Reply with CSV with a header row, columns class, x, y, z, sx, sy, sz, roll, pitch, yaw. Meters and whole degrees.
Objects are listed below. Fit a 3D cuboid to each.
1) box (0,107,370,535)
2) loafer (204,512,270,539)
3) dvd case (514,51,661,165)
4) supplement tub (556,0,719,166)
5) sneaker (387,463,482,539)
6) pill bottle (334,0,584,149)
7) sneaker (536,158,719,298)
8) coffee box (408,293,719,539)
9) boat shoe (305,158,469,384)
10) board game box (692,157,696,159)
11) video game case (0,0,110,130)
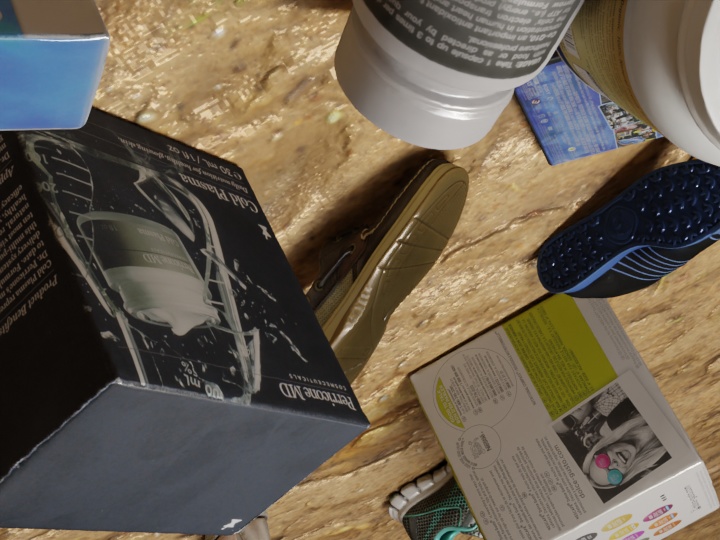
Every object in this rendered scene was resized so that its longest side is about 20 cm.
class,x,y,z,sx,sy,sz,roll,pitch,yaw
box,-0.129,0.026,0.660,0.124,0.197,0.200,-39,150,22
loafer,-0.136,0.309,1.253,0.072,0.063,0.200,-8,146,-30
dvd case,0.205,-0.129,0.809,0.199,0.018,0.143,-14,155,16
supplement tub,0.186,-0.134,0.624,0.144,0.200,0.145,-4,113,-9
sneaker,0.126,0.244,1.338,0.200,0.091,0.077,-41,149,24
pill bottle,0.062,-0.161,0.601,0.114,0.114,0.200,-8,146,-31
sneaker,0.237,-0.031,0.987,0.078,0.070,0.200,6,156,-44
coffee box,0.191,0.162,1.146,0.197,0.200,0.200,-30,151,7
boat shoe,0.000,0.000,0.863,0.200,0.065,0.073,-55,151,10
board game box,0.381,-0.134,0.974,0.165,0.057,0.200,-9,147,-31
video game case,-0.200,-0.120,0.378,0.199,0.182,0.045,-6,144,-34
